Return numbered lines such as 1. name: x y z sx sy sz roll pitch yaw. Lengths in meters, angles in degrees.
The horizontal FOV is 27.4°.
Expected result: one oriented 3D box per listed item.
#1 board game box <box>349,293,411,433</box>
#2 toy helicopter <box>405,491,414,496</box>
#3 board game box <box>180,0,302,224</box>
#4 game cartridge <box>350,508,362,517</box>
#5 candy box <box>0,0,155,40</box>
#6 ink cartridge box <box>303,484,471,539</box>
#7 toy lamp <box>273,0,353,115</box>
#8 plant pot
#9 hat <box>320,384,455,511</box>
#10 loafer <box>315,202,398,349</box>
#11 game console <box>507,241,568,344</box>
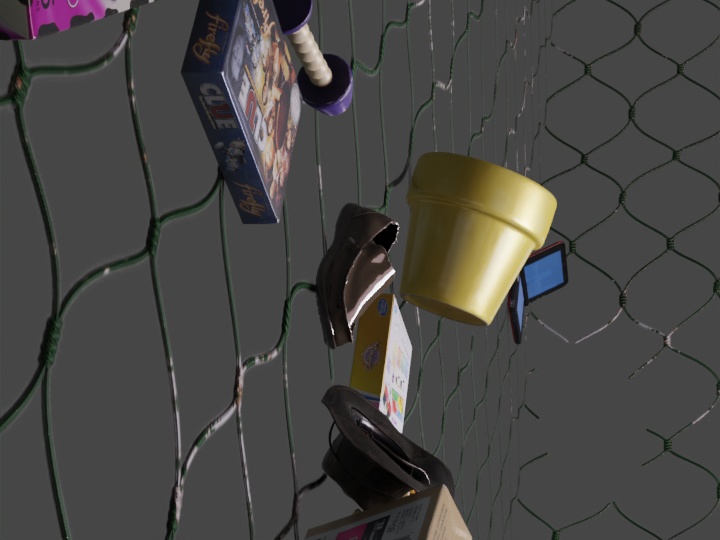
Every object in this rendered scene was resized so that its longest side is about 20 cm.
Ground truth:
1. board game box: 0.021 0.150 1.759 0.153 0.040 0.201 70 25 -60
2. toy helicopter: 0.046 0.302 1.880 0.201 0.078 0.133 94 -3 -50
3. board game box: -0.092 -0.149 1.203 0.200 0.034 0.136 73 23 -57
4. game cartridge: 0.067 0.338 1.598 0.033 0.199 0.176 -51 169 -14
5. candy box: -0.166 -0.202 0.791 0.200 0.060 0.137 -55 145 -69
6. ink cartridge box: 0.009 0.305 1.417 0.075 0.164 0.200 63 20 -16
7. toy lamp: -0.045 -0.198 1.362 0.200 0.058 0.059 58 36 -70
8. plant pot: 0.143 -0.034 1.981 0.201 0.199 0.190 49 59 -72
9. hat: 0.013 0.212 1.574 0.081 0.200 0.201 -52 171 8
10. loafer: 0.000 0.000 1.565 0.073 0.071 0.201 80 17 -44
11. game console: 0.401 0.053 3.330 0.200 0.118 0.173 71 24 -58
